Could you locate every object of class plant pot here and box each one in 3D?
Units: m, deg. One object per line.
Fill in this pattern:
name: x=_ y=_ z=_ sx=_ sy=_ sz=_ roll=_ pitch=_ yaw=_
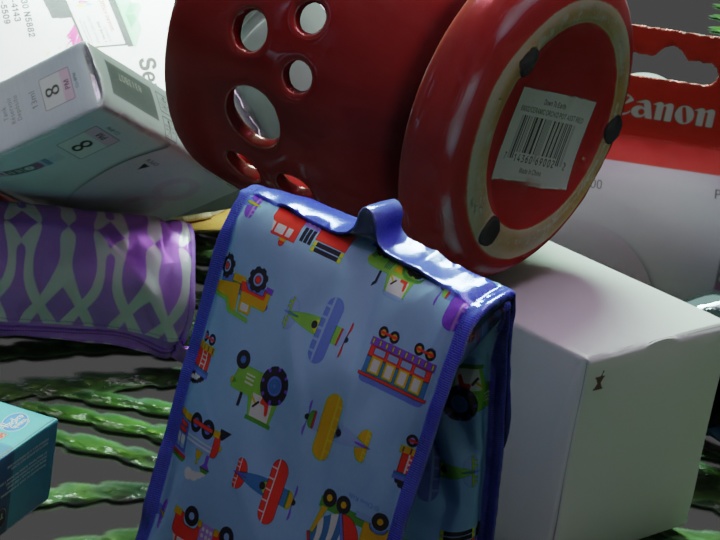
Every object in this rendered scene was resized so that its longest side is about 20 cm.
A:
plant pot: x=0.029 y=-0.109 z=1.193 sx=0.182 sy=0.202 sz=0.200 roll=25 pitch=25 yaw=31

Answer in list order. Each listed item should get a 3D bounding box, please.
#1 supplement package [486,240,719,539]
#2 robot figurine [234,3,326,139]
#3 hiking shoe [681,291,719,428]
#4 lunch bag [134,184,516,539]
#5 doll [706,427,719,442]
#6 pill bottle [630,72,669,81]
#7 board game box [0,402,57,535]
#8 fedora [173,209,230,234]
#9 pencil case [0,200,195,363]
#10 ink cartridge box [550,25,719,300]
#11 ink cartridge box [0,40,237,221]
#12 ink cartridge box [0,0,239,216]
supplement package: x=0.073 y=0.055 z=1.234 sx=0.121 sy=0.121 sz=0.199 roll=-10 pitch=27 yaw=-44
robot figurine: x=-0.015 y=-0.114 z=1.398 sx=0.169 sy=0.113 sz=0.201 roll=-24 pitch=68 yaw=-16
hiking shoe: x=0.139 y=0.051 z=1.299 sx=0.199 sy=0.075 sz=0.087 roll=-4 pitch=24 yaw=25
lunch bag: x=-0.012 y=0.063 z=1.054 sx=0.150 sy=0.201 sz=0.094 roll=26 pitch=26 yaw=37
doll: x=0.248 y=0.083 z=1.345 sx=0.199 sy=0.049 sz=0.137 roll=15 pitch=27 yaw=13
pill bottle: x=0.190 y=-0.055 z=1.489 sx=0.200 sy=0.112 sz=0.112 roll=37 pitch=12 yaw=-20
board game box: x=-0.266 y=0.087 z=1.095 sx=0.199 sy=0.047 sz=0.151 roll=16 pitch=21 yaw=17
fedora: x=-0.146 y=-0.088 z=1.574 sx=0.199 sy=0.082 sz=0.201 roll=8 pitch=20 yaw=-3
pencil case: x=-0.190 y=0.005 z=1.310 sx=0.198 sy=0.084 sz=0.086 roll=3 pitch=56 yaw=-13
ink cartridge box: x=0.170 y=-0.041 z=1.398 sx=0.161 sy=0.201 sz=0.057 roll=7 pitch=29 yaw=-5
ink cartridge box: x=-0.191 y=-0.049 z=1.323 sx=0.162 sy=0.199 sz=0.057 roll=29 pitch=38 yaw=-62
ink cartridge box: x=-0.176 y=-0.107 z=1.463 sx=0.199 sy=0.084 sz=0.146 roll=-9 pitch=63 yaw=-15
